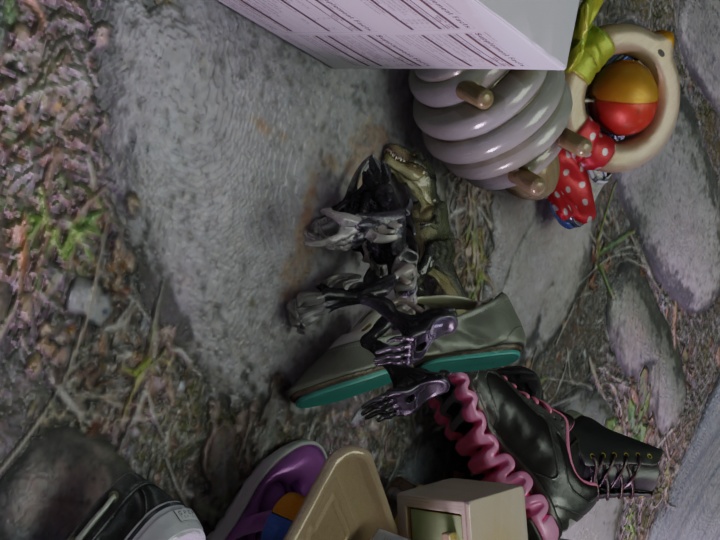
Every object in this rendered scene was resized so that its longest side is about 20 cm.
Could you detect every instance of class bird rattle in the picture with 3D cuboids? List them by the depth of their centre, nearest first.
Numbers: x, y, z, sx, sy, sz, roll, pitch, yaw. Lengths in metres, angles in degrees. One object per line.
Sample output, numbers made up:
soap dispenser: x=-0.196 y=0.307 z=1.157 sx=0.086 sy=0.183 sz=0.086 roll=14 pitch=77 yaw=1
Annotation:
bird rattle: x=0.213 y=-0.144 z=1.084 sx=0.161 sy=0.112 sz=0.203 roll=-5 pitch=93 yaw=-19

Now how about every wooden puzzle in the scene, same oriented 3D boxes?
wooden puzzle: x=-0.048 y=0.233 z=0.840 sx=0.201 sy=0.046 sz=0.186 roll=-55 pitch=152 yaw=-25

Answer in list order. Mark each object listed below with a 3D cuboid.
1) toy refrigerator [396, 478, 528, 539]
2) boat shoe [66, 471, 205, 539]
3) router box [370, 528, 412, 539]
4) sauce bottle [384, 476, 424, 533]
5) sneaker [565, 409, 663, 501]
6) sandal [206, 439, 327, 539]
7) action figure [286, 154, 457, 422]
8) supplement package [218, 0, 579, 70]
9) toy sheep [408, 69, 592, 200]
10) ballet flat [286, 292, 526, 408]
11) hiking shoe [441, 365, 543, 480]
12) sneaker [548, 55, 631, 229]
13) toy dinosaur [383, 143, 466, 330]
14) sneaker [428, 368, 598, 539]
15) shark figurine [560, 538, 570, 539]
toy refrigerator: x=0.078 y=0.261 z=0.901 sx=0.069 sy=0.075 sz=0.203 roll=-5 pitch=91 yaw=-43
boat shoe: x=-0.174 y=0.211 z=0.736 sx=0.201 sy=0.071 sz=0.072 roll=-50 pitch=148 yaw=-7
router box: x=-0.013 y=0.303 z=0.814 sx=0.200 sy=0.048 sz=0.182 roll=-49 pitch=151 yaw=-58
sauce bottle: x=0.101 y=0.235 z=0.975 sx=0.065 sy=0.198 sz=0.065 roll=-51 pitch=158 yaw=-30
sneaker: x=0.220 y=0.184 z=1.145 sx=0.200 sy=0.105 sz=0.076 roll=-25 pitch=128 yaw=-64
sandal: x=-0.073 y=0.205 z=0.872 sx=0.203 sy=0.049 sz=0.083 roll=-47 pitch=131 yaw=-36
action figure: x=0.000 y=0.000 z=0.875 sx=0.100 sy=0.201 sz=0.120 roll=-7 pitch=135 yaw=-13
supplement package: x=0.030 y=-0.228 z=0.805 sx=0.150 sy=0.198 sz=0.154 roll=20 pitch=80 yaw=-50
toy sheep: x=0.102 y=-0.135 z=0.967 sx=0.138 sy=0.137 sz=0.201 roll=-53 pitch=127 yaw=-31
ballet flat: x=0.032 y=0.056 z=0.943 sx=0.197 sy=0.067 sz=0.065 roll=-10 pitch=73 yaw=-19
hiking shoe: x=0.109 y=0.182 z=1.091 sx=0.202 sy=0.075 sz=0.101 roll=-63 pitch=154 yaw=-20
sneaker: x=0.232 y=-0.135 z=1.163 sx=0.077 sy=0.084 sz=0.203 roll=30 pitch=74 yaw=-49
toy dinosaur: x=0.054 y=-0.002 z=1.000 sx=0.088 sy=0.047 sz=0.202 roll=-53 pitch=137 yaw=-40
sneaker: x=0.127 y=0.129 z=1.016 sx=0.095 sy=0.079 sz=0.202 roll=-27 pitch=85 yaw=-21
shark figurine: x=0.155 y=0.263 z=1.150 sx=0.212 sy=0.090 sz=0.129 roll=-7 pitch=135 yaw=-42
